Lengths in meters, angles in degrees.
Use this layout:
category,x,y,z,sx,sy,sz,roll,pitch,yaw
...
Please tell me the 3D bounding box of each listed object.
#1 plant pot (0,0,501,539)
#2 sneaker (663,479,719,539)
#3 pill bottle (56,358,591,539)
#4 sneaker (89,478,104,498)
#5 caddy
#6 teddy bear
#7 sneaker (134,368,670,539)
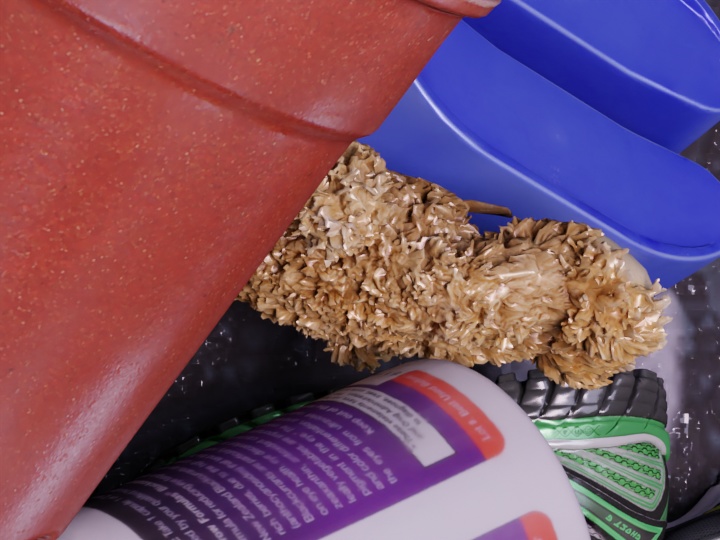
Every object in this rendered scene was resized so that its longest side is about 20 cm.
category,x,y,z,sx,sy,sz,roll,pitch,yaw
plant pot,-0.098,-0.043,0.731,0.200,0.201,0.196,26,102,-28
sneaker,0.157,0.116,1.040,0.200,0.085,0.075,-22,101,-29
pill bottle,-0.037,0.109,0.806,0.200,0.111,0.112,-22,100,-32
sneaker,-0.138,0.122,0.857,0.066,0.090,0.200,33,73,-25
caddy,0.044,-0.057,0.966,0.200,0.105,0.142,30,51,-27
teddy bear,0.000,0.000,0.857,0.200,0.145,0.067,19,82,-19
sneaker,0.014,0.083,0.931,0.199,0.078,0.085,-5,79,-10
